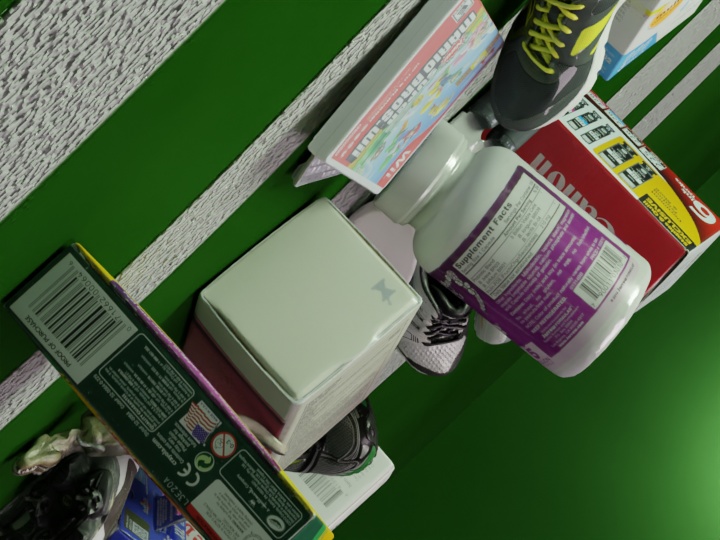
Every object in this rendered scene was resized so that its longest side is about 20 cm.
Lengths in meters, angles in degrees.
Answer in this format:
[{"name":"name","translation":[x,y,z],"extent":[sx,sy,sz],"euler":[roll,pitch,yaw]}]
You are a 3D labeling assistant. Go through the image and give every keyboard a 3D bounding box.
[{"name":"keyboard","translation":[0.009,-0.092,1.404],"extent":[0.056,0.011,0.200],"euler":[-48,170,23]}]

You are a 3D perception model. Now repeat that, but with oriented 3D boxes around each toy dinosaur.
[{"name":"toy dinosaur","translation":[-0.140,0.102,1.384],"extent":[0.198,0.048,0.088],"euler":[-2,143,-18]}]

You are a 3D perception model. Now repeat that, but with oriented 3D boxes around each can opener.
[{"name":"can opener","translation":[0.105,-0.120,1.600],"extent":[0.200,0.053,0.066],"euler":[-41,-156,-9]}]

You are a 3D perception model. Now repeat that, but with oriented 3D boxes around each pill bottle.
[{"name":"pill bottle","translation":[0.110,-0.021,1.513],"extent":[0.113,0.199,0.112],"euler":[-51,-175,6]}]

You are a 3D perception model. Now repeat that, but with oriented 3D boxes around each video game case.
[{"name":"video game case","translation":[0.035,-0.119,1.340],"extent":[0.143,0.017,0.200],"euler":[-50,170,4]}]

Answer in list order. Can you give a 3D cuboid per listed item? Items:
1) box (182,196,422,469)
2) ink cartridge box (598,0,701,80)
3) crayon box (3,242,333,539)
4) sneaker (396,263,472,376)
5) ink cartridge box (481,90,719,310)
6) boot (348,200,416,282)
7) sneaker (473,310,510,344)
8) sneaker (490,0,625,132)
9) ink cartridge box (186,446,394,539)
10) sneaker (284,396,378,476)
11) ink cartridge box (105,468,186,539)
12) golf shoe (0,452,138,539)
[{"name":"box","translation":[-0.052,0.057,1.492],"extent":[0.128,0.109,0.200],"euler":[-39,169,-24]},{"name":"ink cartridge box","translation":[0.230,-0.241,1.499],"extent":[0.115,0.068,0.200],"euler":[-39,169,-28]},{"name":"crayon box","translation":[-0.104,0.090,1.151],"extent":[0.058,0.200,0.173],"euler":[-41,170,-7]},{"name":"sneaker","translation":[0.062,0.024,1.676],"extent":[0.075,0.088,0.201],"euler":[-15,131,-11]},{"name":"ink cartridge box","translation":[0.190,-0.066,1.684],"extent":[0.084,0.200,0.175],"euler":[-48,170,24]},{"name":"boot","translation":[0.000,0.000,1.641],"extent":[0.091,0.072,0.201],"euler":[-78,-170,-50]},{"name":"sneaker","translation":[0.145,-0.006,1.714],"extent":[0.201,0.077,0.079],"euler":[-67,171,-50]},{"name":"sneaker","translation":[0.141,-0.185,1.399],"extent":[0.084,0.074,0.201],"euler":[-10,135,-60]},{"name":"ink cartridge box","translation":[-0.092,0.190,1.783],"extent":[0.200,0.147,0.083],"euler":[-40,171,-15]},{"name":"sneaker","translation":[-0.070,0.137,1.643],"extent":[0.199,0.079,0.085],"euler":[-8,-178,37]},{"name":"ink cartridge box","translation":[-0.206,0.238,1.592],"extent":[0.200,0.076,0.137],"euler":[-47,-162,12]},{"name":"golf shoe","translation":[-0.229,0.206,1.502],"extent":[0.200,0.078,0.094],"euler":[-47,170,23]}]
